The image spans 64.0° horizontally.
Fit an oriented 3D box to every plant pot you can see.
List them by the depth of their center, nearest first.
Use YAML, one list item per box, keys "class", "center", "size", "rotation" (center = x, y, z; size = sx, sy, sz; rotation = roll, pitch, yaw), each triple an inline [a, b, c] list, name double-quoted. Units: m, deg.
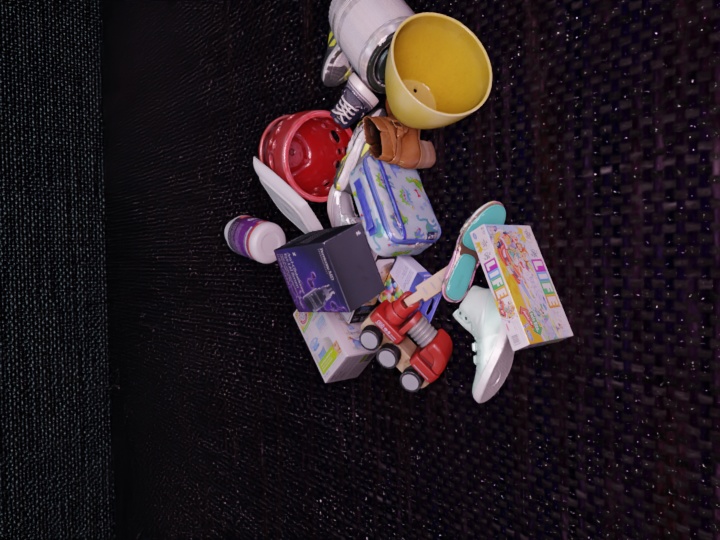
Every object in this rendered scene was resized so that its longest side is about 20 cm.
- class: "plant pot"
  center: [0.124, -0.346, 1.073]
  size: [0.142, 0.197, 0.204]
  rotation: [143, 117, -67]
- class: "plant pot"
  center: [-0.133, -0.269, 1.352]
  size: [0.181, 0.198, 0.204]
  rotation: [17, 105, 52]

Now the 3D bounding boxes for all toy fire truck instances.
- class: "toy fire truck"
  center: [0.124, 0.104, 1.125]
  size: [0.176, 0.129, 0.200]
  rotation: [45, 123, 1]

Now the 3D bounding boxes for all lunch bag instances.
- class: "lunch bag"
  center: [0.066, -0.129, 1.149]
  size: [0.082, 0.159, 0.203]
  rotation: [-35, 65, 44]

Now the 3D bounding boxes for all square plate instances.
- class: "square plate"
  center: [-0.158, -0.147, 1.317]
  size: [0.028, 0.201, 0.198]
  rotation: [-43, 60, -9]

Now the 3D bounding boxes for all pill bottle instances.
- class: "pill bottle"
  center: [-0.304, -0.093, 1.624]
  size: [0.199, 0.111, 0.115]
  rotation: [19, 106, 47]

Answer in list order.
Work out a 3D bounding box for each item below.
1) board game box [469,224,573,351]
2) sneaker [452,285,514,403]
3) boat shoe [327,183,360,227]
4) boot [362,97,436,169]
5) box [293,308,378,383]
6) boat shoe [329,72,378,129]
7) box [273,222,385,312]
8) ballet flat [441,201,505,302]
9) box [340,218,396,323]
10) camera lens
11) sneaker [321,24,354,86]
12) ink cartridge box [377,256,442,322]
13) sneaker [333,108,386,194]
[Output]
- class: "board game box"
  center: [0.264, 0.023, 0.942]
  size: [0.034, 0.133, 0.203]
  rotation: [-34, 67, 44]
- class: "sneaker"
  center: [0.216, 0.129, 1.046]
  size: [0.117, 0.073, 0.204]
  rotation: [21, 98, 40]
- class: "boat shoe"
  center: [-0.026, -0.102, 1.323]
  size: [0.071, 0.070, 0.204]
  rotation: [14, 117, 39]
- class: "boot"
  center: [0.057, -0.289, 1.156]
  size: [0.076, 0.153, 0.203]
  rotation: [-35, 65, 44]
- class: "box"
  center: [-0.061, 0.144, 1.355]
  size: [0.113, 0.100, 0.202]
  rotation: [-53, 54, 36]
- class: "boat shoe"
  center: [-0.018, -0.331, 1.161]
  size: [0.093, 0.200, 0.075]
  rotation: [-43, 92, 9]
- class: "box"
  center: [-0.066, -0.002, 1.172]
  size: [0.199, 0.104, 0.150]
  rotation: [-6, 109, 53]
- class: "ballet flat"
  center: [0.199, -0.038, 1.064]
  size: [0.071, 0.068, 0.203]
  rotation: [-121, 54, -75]
- class: "box"
  center: [0.000, 0.000, 1.253]
  size: [0.117, 0.059, 0.202]
  rotation: [50, 129, 37]
- class: "camera lens"
  center: [0.039, -0.476, 1.167]
  size: [0.161, 0.158, 0.202]
  rotation: [-52, 54, 37]
- class: "sneaker"
  center: [-0.042, -0.528, 1.338]
  size: [0.085, 0.074, 0.202]
  rotation: [46, 116, 44]
- class: "ink cartridge box"
  center: [0.086, 0.030, 1.227]
  size: [0.200, 0.042, 0.121]
  rotation: [43, 123, 38]
- class: "sneaker"
  center: [0.013, -0.256, 1.269]
  size: [0.202, 0.084, 0.074]
  rotation: [-63, 19, 2]
